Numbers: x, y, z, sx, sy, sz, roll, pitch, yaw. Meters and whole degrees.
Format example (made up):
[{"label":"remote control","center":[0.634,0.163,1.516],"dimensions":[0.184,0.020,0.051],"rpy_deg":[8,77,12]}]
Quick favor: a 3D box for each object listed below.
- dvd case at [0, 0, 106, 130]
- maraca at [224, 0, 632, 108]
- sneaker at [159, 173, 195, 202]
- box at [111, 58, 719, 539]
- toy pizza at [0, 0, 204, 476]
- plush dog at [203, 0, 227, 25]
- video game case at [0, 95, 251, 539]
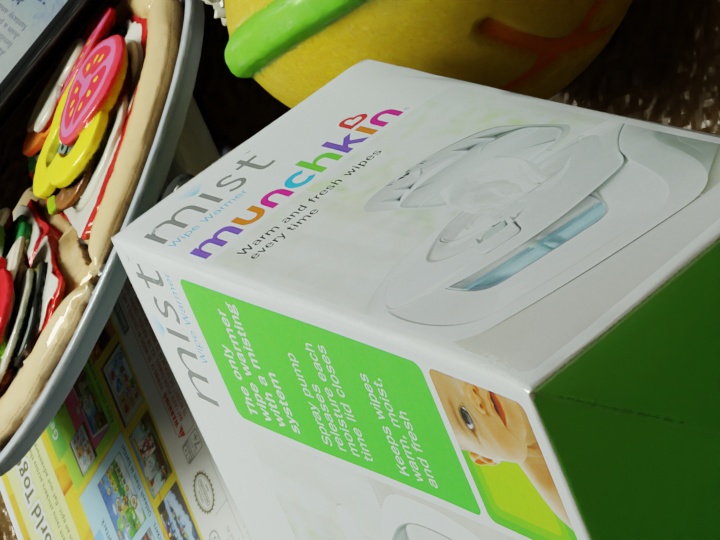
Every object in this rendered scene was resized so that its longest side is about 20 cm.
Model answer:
[{"label":"dvd case","center":[-0.161,-0.123,0.968],"dimensions":[0.143,0.018,0.200],"rpy_deg":[39,90,16]},{"label":"maraca","center":[0.029,-0.095,0.728],"dimensions":[0.107,0.137,0.200],"rpy_deg":[58,162,-3]},{"label":"sneaker","center":[0.000,0.000,0.795],"dimensions":[0.200,0.090,0.067],"rpy_deg":[4,67,55]},{"label":"box","center":[0.053,0.062,0.651],"dimensions":[0.176,0.097,0.201],"rpy_deg":[18,138,52]},{"label":"toy pizza","center":[-0.111,-0.020,0.936],"dimensions":[0.201,0.032,0.201],"rpy_deg":[-57,20,32]},{"label":"plush dog","center":[-0.077,-0.188,0.858],"dimensions":[0.171,0.200,0.161],"rpy_deg":[1,53,30]},{"label":"video game case","center":[-0.077,0.063,0.965],"dimensions":[0.182,0.023,0.201],"rpy_deg":[-54,48,37]}]
